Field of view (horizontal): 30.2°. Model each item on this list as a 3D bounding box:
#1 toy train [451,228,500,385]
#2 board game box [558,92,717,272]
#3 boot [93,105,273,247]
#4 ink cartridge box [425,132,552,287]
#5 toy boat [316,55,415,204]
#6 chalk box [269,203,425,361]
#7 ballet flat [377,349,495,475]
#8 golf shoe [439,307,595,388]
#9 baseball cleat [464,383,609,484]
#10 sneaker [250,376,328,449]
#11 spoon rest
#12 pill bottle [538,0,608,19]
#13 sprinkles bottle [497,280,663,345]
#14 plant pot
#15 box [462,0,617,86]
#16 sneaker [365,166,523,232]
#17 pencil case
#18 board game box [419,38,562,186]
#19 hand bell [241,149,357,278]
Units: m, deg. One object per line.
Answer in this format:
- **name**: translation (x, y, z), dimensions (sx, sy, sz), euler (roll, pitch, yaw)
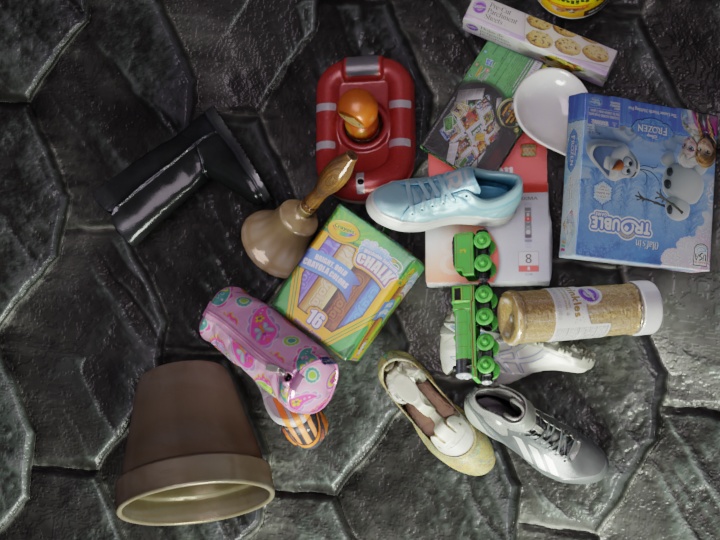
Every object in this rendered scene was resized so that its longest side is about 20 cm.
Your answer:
- **toy train**: translation (0.140, 0.044, 1.645), dimensions (0.056, 0.042, 0.201), euler (-5, 70, 17)
- **board game box**: translation (0.345, -0.106, 1.643), dimensions (0.199, 0.043, 0.200), euler (5, 87, -23)
- **boot**: translation (-0.233, -0.099, 1.758), dimensions (0.200, 0.066, 0.165), euler (-35, 64, -1)
- **ink cartridge box**: translation (0.164, -0.079, 1.712), dimensions (0.161, 0.050, 0.201), euler (-1, 88, 8)
- **toy boat**: translation (0.002, -0.188, 1.694), dimensions (0.130, 0.131, 0.201), euler (-3, 75, 8)
- **chalk box**: translation (0.000, 0.000, 1.692), dimensions (0.124, 0.125, 0.200), euler (37, 92, 10)
- **ballet flat**: translation (0.092, 0.183, 1.693), dimensions (0.071, 0.071, 0.200), euler (-41, 81, 3)
- **golf shoe**: translation (0.196, 0.111, 1.691), dimensions (0.199, 0.078, 0.098), euler (14, 105, 15)
- **baseball cleat**: translation (0.219, 0.205, 1.646), dimensions (0.199, 0.106, 0.070), euler (24, 75, 4)
- **sneaker**: translation (-0.100, 0.151, 1.720), dimensions (0.077, 0.112, 0.200), euler (-21, 48, 0)
- **spoon rest**: translation (0.270, -0.165, 1.680), dimensions (0.099, 0.061, 0.200), euler (-34, 92, -9)
- **pill bottle**: translation (0.264, -0.378, 1.645), dimensions (0.109, 0.200, 0.110), euler (-1, 85, 9)
- **sprinkles bottle**: translation (0.270, 0.052, 1.636), dimensions (0.199, 0.068, 0.069), euler (-4, 84, -18)
- **plant pot**: translation (-0.217, 0.214, 1.687), dimensions (0.199, 0.200, 0.174), euler (-13, 68, 7)
- **box**: translation (0.228, -0.294, 1.703), dimensions (0.199, 0.039, 0.042), euler (25, 79, 8)
- **sneaker**: translation (0.107, -0.100, 1.639), dimensions (0.199, 0.082, 0.074), euler (-5, 57, -19)
- **pencil case**: translation (-0.113, 0.097, 1.636), dimensions (0.200, 0.087, 0.088), euler (36, 91, 38)
- **board game box**: translation (0.172, -0.215, 1.721), dimensions (0.105, 0.023, 0.200), euler (32, 82, 11)
- **hand bell**: translation (-0.060, -0.085, 1.665), dimensions (0.104, 0.104, 0.200), euler (53, 135, 9)
